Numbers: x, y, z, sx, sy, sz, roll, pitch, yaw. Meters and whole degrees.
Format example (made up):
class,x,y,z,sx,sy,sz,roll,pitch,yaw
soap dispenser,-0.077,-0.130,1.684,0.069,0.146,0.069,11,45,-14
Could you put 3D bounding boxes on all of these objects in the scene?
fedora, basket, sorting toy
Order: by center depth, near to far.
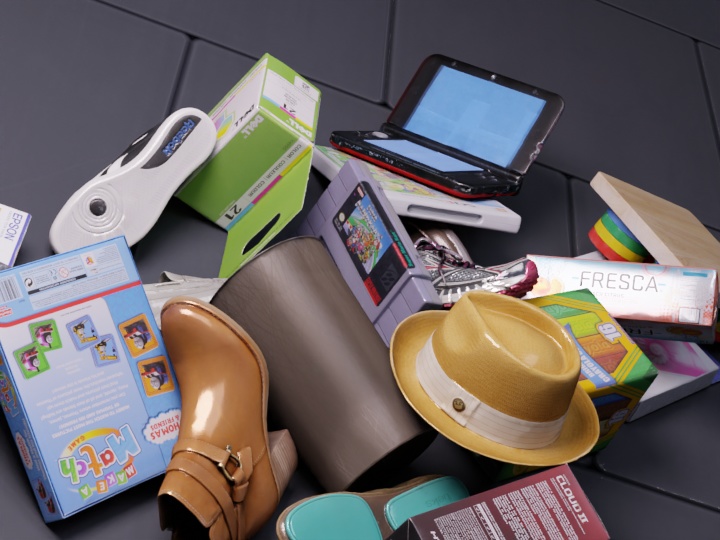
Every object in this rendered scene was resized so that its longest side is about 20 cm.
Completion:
class,x,y,z,sx,sy,sz,roll,pitch,yaw
fedora,0.124,0.078,1.246,0.200,0.082,0.201,16,33,-10
basket,-0.032,0.095,1.292,0.136,0.180,0.200,-32,73,-14
sorting toy,0.360,-0.004,1.663,0.200,0.070,0.199,16,30,-44

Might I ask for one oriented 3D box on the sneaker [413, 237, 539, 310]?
class,x,y,z,sx,sy,sz,roll,pitch,yaw
sneaker,0.078,0.004,1.422,0.081,0.199,0.075,5,83,-59

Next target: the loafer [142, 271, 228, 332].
class,x,y,z,sx,sy,sz,roll,pitch,yaw
loafer,-0.164,0.029,1.344,0.199,0.070,0.070,-11,60,-38

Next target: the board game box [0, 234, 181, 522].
class,x,y,z,sx,sy,sz,roll,pitch,yaw
board game box,-0.225,0.085,1.193,0.151,0.037,0.201,-20,88,-44

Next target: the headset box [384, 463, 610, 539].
class,x,y,z,sx,sy,sz,roll,pitch,yaw
headset box,0.094,0.240,1.187,0.199,0.149,0.077,-12,64,-39

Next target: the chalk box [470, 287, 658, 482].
class,x,y,z,sx,sy,sz,roll,pitch,yaw
chalk box,0.160,0.111,1.401,0.199,0.124,0.125,-9,50,-38

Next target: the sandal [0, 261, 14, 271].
class,x,y,z,sx,sy,sz,roll,pitch,yaw
sandal,-0.273,0.042,1.224,0.200,0.043,0.076,34,56,-25

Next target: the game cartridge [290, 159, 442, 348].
class,x,y,z,sx,sy,sz,roll,pitch,yaw
game cartridge,0.000,0.000,1.427,0.038,0.130,0.200,6,42,-36

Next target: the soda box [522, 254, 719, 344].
class,x,y,z,sx,sy,sz,roll,pitch,yaw
soda box,0.269,0.030,1.506,0.199,0.068,0.064,5,72,16

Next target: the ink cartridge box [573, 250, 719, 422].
class,x,y,z,sx,sy,sz,roll,pitch,yaw
ink cartridge box,0.298,0.061,1.612,0.199,0.043,0.196,-17,55,-41

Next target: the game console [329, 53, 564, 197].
class,x,y,z,sx,sy,sz,roll,pitch,yaw
game console,0.096,-0.167,1.632,0.199,0.119,0.172,24,17,32

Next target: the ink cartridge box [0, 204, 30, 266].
class,x,y,z,sx,sy,sz,roll,pitch,yaw
ink cartridge box,-0.406,-0.011,1.255,0.199,0.043,0.197,22,38,-13

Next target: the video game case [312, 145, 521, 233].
class,x,y,z,sx,sy,sz,roll,pitch,yaw
video game case,0.054,-0.091,1.586,0.181,0.022,0.200,8,16,-24

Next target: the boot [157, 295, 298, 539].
class,x,y,z,sx,sy,sz,roll,pitch,yaw
boot,-0.133,0.136,1.182,0.155,0.076,0.201,-51,125,-53

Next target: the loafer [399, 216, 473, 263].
class,x,y,z,sx,sy,sz,roll,pitch,yaw
loafer,0.082,0.014,1.507,0.071,0.073,0.200,-20,57,-43

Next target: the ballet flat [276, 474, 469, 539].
class,x,y,z,sx,sy,sz,roll,pitch,yaw
ballet flat,0.003,0.218,1.226,0.199,0.072,0.068,-10,68,-39

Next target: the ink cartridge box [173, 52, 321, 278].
class,x,y,z,sx,sy,sz,roll,pitch,yaw
ink cartridge box,-0.117,-0.099,1.443,0.076,0.148,0.200,34,34,-22

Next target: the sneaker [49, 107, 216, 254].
class,x,y,z,sx,sy,sz,roll,pitch,yaw
sneaker,-0.229,-0.075,1.432,0.200,0.112,0.073,-44,102,-19
